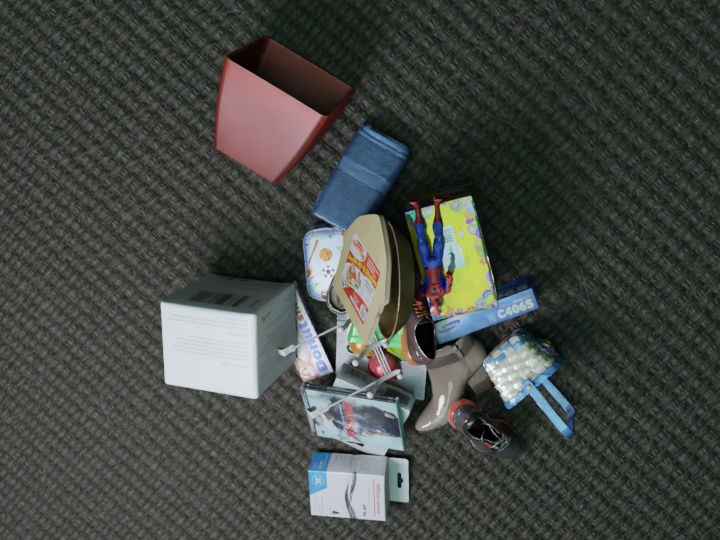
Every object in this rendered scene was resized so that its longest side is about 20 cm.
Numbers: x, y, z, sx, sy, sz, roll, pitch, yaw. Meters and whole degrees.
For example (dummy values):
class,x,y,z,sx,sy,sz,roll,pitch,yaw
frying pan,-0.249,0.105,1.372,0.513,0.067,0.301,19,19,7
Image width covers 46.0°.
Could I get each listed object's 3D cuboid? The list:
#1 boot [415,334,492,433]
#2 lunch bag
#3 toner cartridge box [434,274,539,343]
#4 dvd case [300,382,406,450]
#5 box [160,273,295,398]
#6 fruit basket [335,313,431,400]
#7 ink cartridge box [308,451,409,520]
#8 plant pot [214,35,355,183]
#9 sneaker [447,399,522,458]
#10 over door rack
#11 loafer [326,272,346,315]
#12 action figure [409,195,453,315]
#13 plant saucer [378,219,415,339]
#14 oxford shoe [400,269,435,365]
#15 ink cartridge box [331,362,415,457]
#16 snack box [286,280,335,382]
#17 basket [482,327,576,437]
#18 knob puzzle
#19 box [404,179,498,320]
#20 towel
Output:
class,x,y,z,sx,sy,sz,roll,pitch,yaw
boot,0.161,0.209,1.649,0.200,0.070,0.147,-35,115,-3
lunch bag,-0.009,-0.021,1.630,0.199,0.076,0.161,0,102,11
toner cartridge box,0.236,0.073,1.601,0.199,0.095,0.043,-22,99,14
dvd case,-0.013,0.289,1.671,0.199,0.022,0.147,8,133,19
box,-0.247,0.120,1.628,0.198,0.200,0.173,6,107,18
fruit basket,0.043,0.157,1.674,0.184,0.094,0.201,6,121,9
ink cartridge box,-0.002,0.446,1.749,0.199,0.068,0.117,1,114,9
plant pot,-0.155,-0.280,1.532,0.199,0.200,0.177,31,119,0
sneaker,0.251,0.324,1.640,0.200,0.082,0.077,33,93,-30
over door rack,-0.035,0.176,1.577,0.199,0.067,0.148,-24,99,-1
loafer,0.000,0.000,1.559,0.075,0.070,0.200,37,105,3
action figure,0.117,-0.014,1.397,0.065,0.099,0.201,-6,106,6
plant saucer,0.057,0.016,1.426,0.035,0.200,0.202,-1,106,-12
oxford shoe,0.106,0.074,1.563,0.071,0.072,0.201,-12,87,-25
ink cartridge box,0.007,0.288,1.711,0.161,0.050,0.200,25,139,2
snack box,-0.123,0.123,1.712,0.072,0.024,0.201,-21,100,16
basket,0.329,0.211,1.580,0.139,0.176,0.200,-38,85,13
knob puzzle,0.016,-0.006,1.451,0.030,0.220,0.221,2,108,-25
box,0.169,-0.042,1.530,0.121,0.193,0.201,-13,102,12
towel,0.001,-0.165,1.575,0.111,0.049,0.201,31,86,3
